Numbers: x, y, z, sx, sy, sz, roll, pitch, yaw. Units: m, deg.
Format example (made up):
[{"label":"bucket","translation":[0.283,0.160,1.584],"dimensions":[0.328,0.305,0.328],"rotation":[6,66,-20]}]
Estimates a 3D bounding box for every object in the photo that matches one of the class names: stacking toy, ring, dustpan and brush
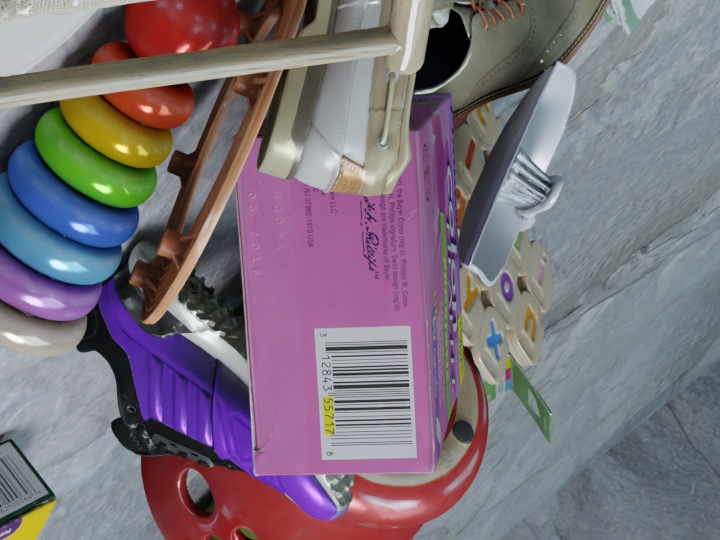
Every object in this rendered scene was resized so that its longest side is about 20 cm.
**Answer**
[{"label":"stacking toy","translation":[-0.125,-0.058,0.833],"dimensions":[0.200,0.085,0.085],"rotation":[-54,160,19]},{"label":"ring","translation":[-0.070,-0.069,0.846],"dimensions":[0.200,0.019,0.201],"rotation":[-157,-90,-79]},{"label":"dustpan and brush","translation":[0.104,-0.049,1.130],"dimensions":[0.200,0.057,0.140],"rotation":[158,-44,-83]}]

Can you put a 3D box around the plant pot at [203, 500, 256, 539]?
[{"label":"plant pot","translation":[-0.031,0.213,1.539],"dimensions":[0.193,0.200,0.200],"rotation":[-59,160,10]}]

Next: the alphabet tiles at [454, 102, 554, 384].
[{"label":"alphabet tiles","translation":[0.082,-0.029,1.193],"dimensions":[0.015,0.200,0.196],"rotation":[-12,-137,29]}]

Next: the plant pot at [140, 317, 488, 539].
[{"label":"plant pot","translation":[-0.028,0.109,1.181],"dimensions":[0.200,0.201,0.183],"rotation":[-29,170,-37]}]

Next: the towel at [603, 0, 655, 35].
[{"label":"towel","translation":[0.243,-0.262,1.238],"dimensions":[0.200,0.031,0.149],"rotation":[-44,164,4]}]

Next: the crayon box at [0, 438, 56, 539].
[{"label":"crayon box","translation":[-0.305,0.210,1.094],"dimensions":[0.200,0.058,0.173],"rotation":[-25,157,-45]}]

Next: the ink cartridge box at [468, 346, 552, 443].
[{"label":"ink cartridge box","translation":[0.063,0.050,1.287],"dimensions":[0.059,0.200,0.104],"rotation":[-32,162,-6]}]

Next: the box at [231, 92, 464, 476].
[{"label":"box","translation":[0.000,0.000,0.959],"dimensions":[0.096,0.177,0.200],"rotation":[-2,-170,7]}]

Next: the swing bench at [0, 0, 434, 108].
[{"label":"swing bench","translation":[-0.064,-0.158,0.535],"dimensions":[0.198,0.130,0.200],"rotation":[-11,152,-22]}]

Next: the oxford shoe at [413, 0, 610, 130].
[{"label":"oxford shoe","translation":[0.083,-0.148,1.085],"dimensions":[0.200,0.071,0.074],"rotation":[-40,160,-10]}]

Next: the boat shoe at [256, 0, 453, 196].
[{"label":"boat shoe","translation":[0.010,-0.133,0.827],"dimensions":[0.075,0.068,0.201],"rotation":[-169,-84,-81]}]

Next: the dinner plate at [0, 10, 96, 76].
[{"label":"dinner plate","translation":[-0.147,-0.125,0.703],"dimensions":[0.200,0.024,0.200],"rotation":[-37,162,-14]}]

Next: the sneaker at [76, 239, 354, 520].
[{"label":"sneaker","translation":[-0.093,0.085,1.047],"dimensions":[0.099,0.200,0.070],"rotation":[-43,177,13]}]
